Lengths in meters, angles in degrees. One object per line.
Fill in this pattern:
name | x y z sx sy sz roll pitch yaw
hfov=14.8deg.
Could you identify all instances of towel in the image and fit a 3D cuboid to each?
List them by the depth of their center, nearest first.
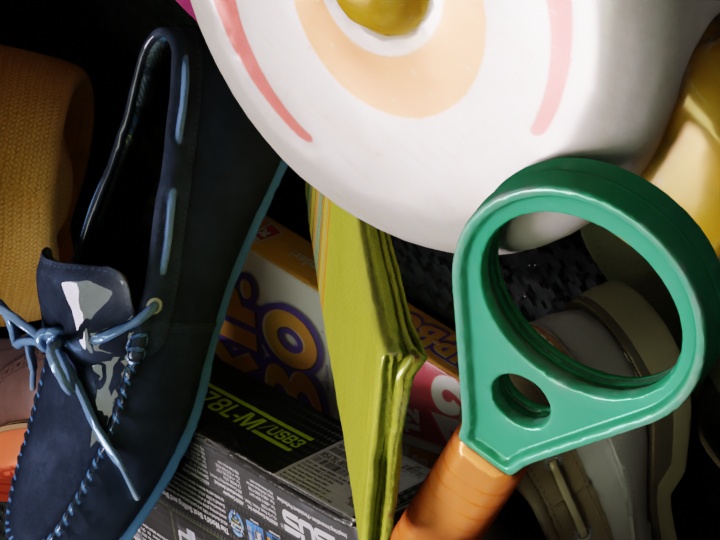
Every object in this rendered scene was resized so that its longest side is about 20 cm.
towel | 0.000 0.000 0.910 0.018 0.201 0.087 -1 126 -6

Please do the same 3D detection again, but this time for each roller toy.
roller toy | 0.042 -0.103 0.822 0.182 0.139 0.201 1 113 43

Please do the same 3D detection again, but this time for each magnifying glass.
magnifying glass | 0.047 0.040 0.818 0.079 0.022 0.200 36 141 7

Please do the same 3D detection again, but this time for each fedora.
fedora | -0.145 -0.032 1.049 0.081 0.201 0.202 6 124 -4

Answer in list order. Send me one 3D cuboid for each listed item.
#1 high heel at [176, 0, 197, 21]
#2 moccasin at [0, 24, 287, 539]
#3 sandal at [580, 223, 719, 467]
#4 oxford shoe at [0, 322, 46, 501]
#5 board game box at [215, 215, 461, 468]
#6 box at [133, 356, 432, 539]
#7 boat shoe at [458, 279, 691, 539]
high heel | -0.084 -0.130 0.971 0.199 0.067 0.097 21 119 32
moccasin | -0.091 0.007 0.985 0.080 0.068 0.201 9 78 47
sandal | 0.135 0.046 0.877 0.201 0.057 0.080 45 135 15
oxford shoe | -0.152 0.057 1.156 0.199 0.071 0.073 -10 72 52
board game box | -0.013 0.042 1.036 0.200 0.030 0.096 33 131 28
box | -0.024 0.140 1.014 0.200 0.047 0.194 22 130 54
boat shoe | 0.068 0.093 0.930 0.075 0.068 0.201 44 152 44
